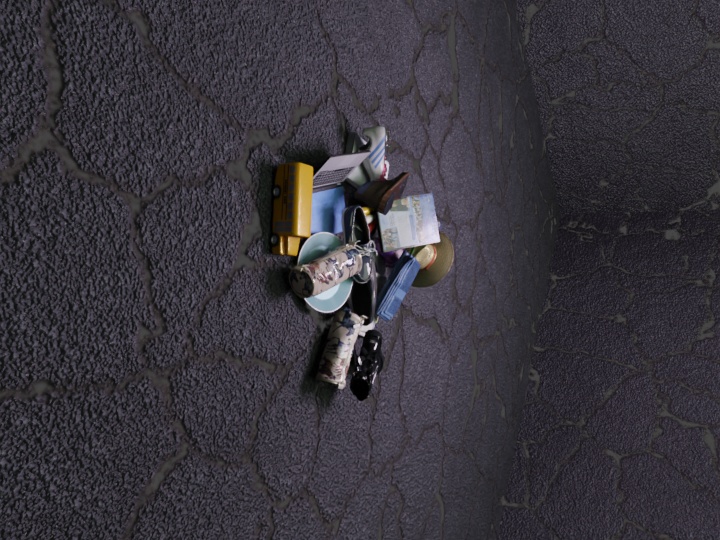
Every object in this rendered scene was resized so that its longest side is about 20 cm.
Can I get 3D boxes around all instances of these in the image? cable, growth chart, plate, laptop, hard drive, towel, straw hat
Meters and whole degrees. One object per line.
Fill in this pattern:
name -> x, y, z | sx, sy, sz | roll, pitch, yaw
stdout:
cable -> 0.056, -0.160, 1.460 | 0.199, 0.050, 0.098 | -34, 114, -30
growth chart -> 0.037, 0.104, 1.506 | 0.145, 0.017, 0.203 | 46, 58, -64
plate -> -0.093, 0.005, 1.304 | 0.198, 0.025, 0.204 | 4, 85, -48
laptop -> -0.054, -0.188, 1.301 | 0.117, 0.200, 0.187 | 55, 35, 6
hard drive -> 0.018, -0.290, 1.486 | 0.199, 0.026, 0.134 | 26, 69, -56
towel -> 0.108, 0.050, 1.499 | 0.202, 0.048, 0.112 | -61, 153, -5
straw hat -> 0.183, -0.047, 1.603 | 0.085, 0.199, 0.204 | 28, 68, -46

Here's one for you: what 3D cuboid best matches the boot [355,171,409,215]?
boot -> 0.064, -0.231, 1.402 | 0.200, 0.096, 0.076 | -52, 162, -48

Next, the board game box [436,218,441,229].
board game box -> 0.151, -0.147, 1.600 | 0.199, 0.134, 0.035 | 0, 92, -57

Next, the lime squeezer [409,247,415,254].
lime squeezer -> 0.114, 0.013, 1.566 | 0.202, 0.037, 0.071 | -58, 148, -7

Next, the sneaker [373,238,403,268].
sneaker -> 0.090, -0.051, 1.535 | 0.200, 0.079, 0.090 | -3, 100, -72

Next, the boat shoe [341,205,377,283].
boat shoe -> 0.000, -0.068, 1.336 | 0.074, 0.062, 0.204 | -7, 91, -29

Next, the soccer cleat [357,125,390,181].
soccer cleat -> 0.034, -0.307, 1.436 | 0.070, 0.085, 0.202 | -90, -177, -52

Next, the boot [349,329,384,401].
boot -> 0.018, 0.277, 1.403 | 0.200, 0.072, 0.164 | 92, 11, -46

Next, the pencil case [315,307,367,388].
pencil case -> -0.051, 0.201, 1.325 | 0.077, 0.089, 0.203 | 33, 64, -36

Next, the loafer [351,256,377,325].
loafer -> 0.021, 0.049, 1.417 | 0.072, 0.072, 0.204 | -4, 94, -57

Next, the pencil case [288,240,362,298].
pencil case -> -0.082, -0.003, 1.239 | 0.199, 0.077, 0.091 | -28, 118, -45

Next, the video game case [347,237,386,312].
video game case -> 0.000, 0.000, 1.471 | 0.201, 0.023, 0.183 | -60, 137, -37

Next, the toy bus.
toy bus -> -0.154, -0.136, 1.172 | 0.065, 0.077, 0.204 | 4, 88, -57

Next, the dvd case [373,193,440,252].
dvd case -> 0.133, -0.136, 1.459 | 0.197, 0.017, 0.145 | -11, 94, -27
